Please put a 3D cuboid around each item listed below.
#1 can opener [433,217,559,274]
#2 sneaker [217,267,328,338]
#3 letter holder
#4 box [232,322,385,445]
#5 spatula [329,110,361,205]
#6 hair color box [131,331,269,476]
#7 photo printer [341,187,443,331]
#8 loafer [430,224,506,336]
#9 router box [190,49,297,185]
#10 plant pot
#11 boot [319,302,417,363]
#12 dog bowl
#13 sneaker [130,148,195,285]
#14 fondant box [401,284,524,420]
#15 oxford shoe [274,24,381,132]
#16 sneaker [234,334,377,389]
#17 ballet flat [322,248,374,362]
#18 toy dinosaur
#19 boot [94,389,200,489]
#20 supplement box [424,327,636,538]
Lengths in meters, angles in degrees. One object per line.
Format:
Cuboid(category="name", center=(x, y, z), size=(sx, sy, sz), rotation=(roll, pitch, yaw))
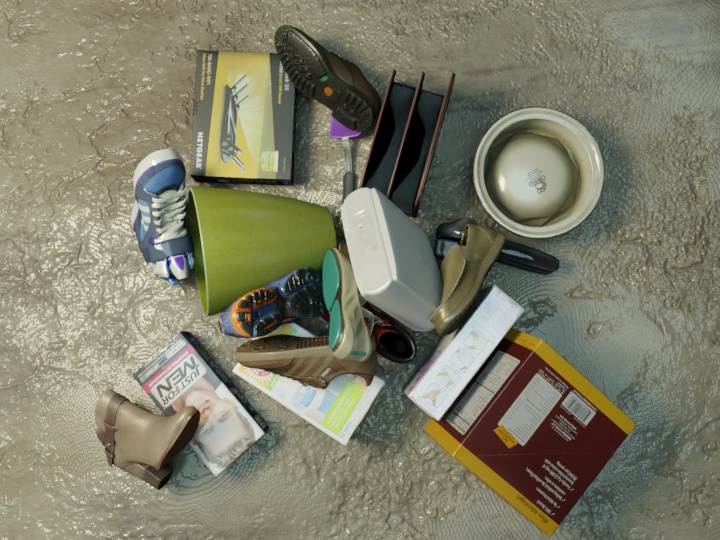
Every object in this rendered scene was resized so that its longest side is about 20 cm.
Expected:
Cuboid(category="can opener", center=(0.208, -0.030, 1.225), size=(0.198, 0.063, 0.079), rotation=(14, 88, -9))
Cuboid(category="sneaker", center=(-0.119, 0.045, 1.107), size=(0.078, 0.199, 0.076), rotation=(-14, 90, 40))
Cuboid(category="letter holder", center=(0.067, -0.197, 1.196), size=(0.100, 0.142, 0.202), rotation=(16, 85, 2))
Cuboid(category="box", center=(-0.075, 0.156, 1.185), size=(0.199, 0.101, 0.113), rotation=(33, 85, 3))
Cuboid(category="spatula", center=(-0.020, -0.169, 1.253), size=(0.056, 0.021, 0.202), rotation=(-2, 88, 18))
Cuboid(category="hair color box", center=(-0.240, 0.199, 1.203), size=(0.100, 0.061, 0.200), rotation=(-41, 87, -3))
Cuboid(category="photo printer", center=(0.057, -0.008, 1.145), size=(0.069, 0.200, 0.167), rotation=(-25, 58, 20))
Cuboid(category="loafer", center=(0.141, 0.010, 1.126), size=(0.067, 0.076, 0.200), rotation=(30, 51, 8))
Cuboid(category="router box", center=(-0.180, -0.237, 1.244), size=(0.156, 0.052, 0.202), rotation=(2, 85, -1))
Cuboid(category="plant pot", center=(-0.141, -0.039, 1.176), size=(0.198, 0.187, 0.189), rotation=(-7, 85, -15))
Cuboid(category="boot", center=(-0.002, 0.069, 1.172), size=(0.199, 0.144, 0.073), rotation=(33, 88, 4))
Cuboid(category="dog bowl", center=(0.266, -0.144, 1.225), size=(0.198, 0.074, 0.202), rotation=(0, 85, -1))
Cuboid(category="sneaker", center=(-0.274, -0.064, 1.161), size=(0.080, 0.200, 0.147), rotation=(-19, 68, -34))
Cuboid(category="fondant box", center=(0.146, 0.118, 1.166), size=(0.058, 0.144, 0.200), rotation=(37, 86, 2))
Cuboid(category="oxford shoe", center=(-0.049, -0.302, 1.222), size=(0.200, 0.073, 0.085), rotation=(44, 42, -8))
Cuboid(category="sneaker", center=(-0.075, 0.133, 1.102), size=(0.198, 0.070, 0.076), rotation=(-4, 105, 9))
Cuboid(category="ballet flat", center=(-0.015, 0.047, 1.089), size=(0.069, 0.070, 0.201), rotation=(-6, 41, 0))
Cuboid(category="toy dinosaur", center=(0.000, 0.000, 1.192), size=(0.058, 0.101, 0.201), rotation=(-30, 58, 20))
Cuboid(category="boot", center=(-0.320, 0.226, 1.155), size=(0.146, 0.070, 0.201), rotation=(39, 122, 13))
Cuboid(category="supplement box", center=(0.238, 0.225, 1.140), size=(0.197, 0.133, 0.200), rotation=(40, 86, -13))
